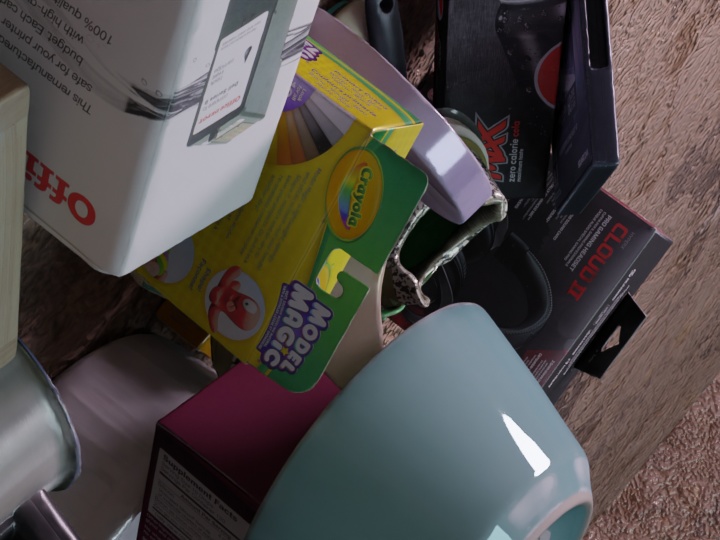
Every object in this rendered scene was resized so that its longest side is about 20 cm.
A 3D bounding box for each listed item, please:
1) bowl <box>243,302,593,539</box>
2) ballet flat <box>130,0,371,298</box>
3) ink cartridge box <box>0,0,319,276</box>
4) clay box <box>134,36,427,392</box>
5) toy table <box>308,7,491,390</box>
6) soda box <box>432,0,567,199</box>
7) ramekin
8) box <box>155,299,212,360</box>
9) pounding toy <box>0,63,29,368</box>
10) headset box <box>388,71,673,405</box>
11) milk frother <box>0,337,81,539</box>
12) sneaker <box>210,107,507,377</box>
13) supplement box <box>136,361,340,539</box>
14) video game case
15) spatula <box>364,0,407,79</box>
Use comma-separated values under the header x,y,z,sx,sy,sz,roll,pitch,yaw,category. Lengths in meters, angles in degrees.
x,y,z,sx,sy,sz,roll,pitch,yaw,category
0.039,0.128,0.922,0.201,0.105,0.201,-44,157,-24,bowl
-0.043,-0.058,1.015,0.200,0.069,0.069,-49,161,-11,ballet flat
-0.090,-0.121,0.664,0.084,0.146,0.200,-33,154,-44,ink cartridge box
-0.063,-0.052,0.768,0.048,0.200,0.115,-18,142,-59,clay box
-0.024,-0.041,0.892,0.117,0.184,0.200,-44,-178,-3,toy table
0.079,-0.132,1.075,0.200,0.070,0.063,90,-2,-46,soda box
-0.139,0.133,1.084,0.200,0.098,0.201,-45,159,-22,ramekin
-0.033,-0.029,1.135,0.200,0.041,0.119,-54,162,-4,box
-0.200,0.003,0.634,0.184,0.142,0.200,-39,158,-35,pounding toy
0.091,-0.009,1.209,0.149,0.200,0.077,-54,162,7,headset box
-0.237,0.129,0.835,0.188,0.181,0.200,-39,-160,-33,milk frother
0.000,0.000,1.018,0.200,0.089,0.077,-44,126,5,sneaker
-0.055,0.142,1.006,0.110,0.086,0.200,-35,152,-40,supplement box
0.123,-0.143,1.079,0.143,0.019,0.201,102,-15,-81,video game case
0.026,-0.079,1.061,0.056,0.021,0.200,-35,133,-22,spatula
